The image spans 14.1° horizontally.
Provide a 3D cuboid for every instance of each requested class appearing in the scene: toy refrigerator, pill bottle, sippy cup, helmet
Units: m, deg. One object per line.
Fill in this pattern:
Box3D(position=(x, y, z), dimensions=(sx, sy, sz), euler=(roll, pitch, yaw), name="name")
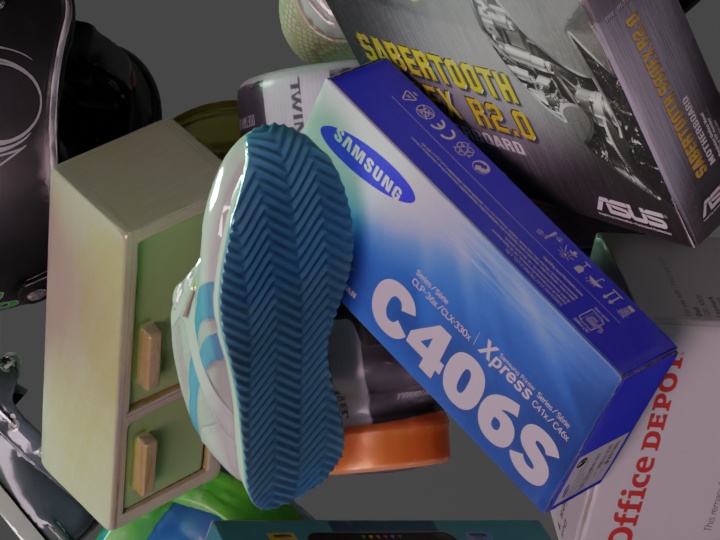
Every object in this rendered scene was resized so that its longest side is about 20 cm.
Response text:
Box3D(position=(-0.110, 0.031, 1.471), dimensions=(0.070, 0.076, 0.201), euler=(40, 139, 32), name="toy refrigerator")
Box3D(position=(0.000, 0.000, 1.454), dimensions=(0.106, 0.106, 0.201), euler=(-8, 87, 32), name="pill bottle")
Box3D(position=(-0.080, 0.166, 1.626), dimensions=(0.130, 0.178, 0.140), euler=(32, 98, -3), name="sippy cup")
Box3D(position=(-0.217, -0.077, 1.523), dimensions=(0.189, 0.200, 0.201), euler=(1, 115, 17), name="helmet")

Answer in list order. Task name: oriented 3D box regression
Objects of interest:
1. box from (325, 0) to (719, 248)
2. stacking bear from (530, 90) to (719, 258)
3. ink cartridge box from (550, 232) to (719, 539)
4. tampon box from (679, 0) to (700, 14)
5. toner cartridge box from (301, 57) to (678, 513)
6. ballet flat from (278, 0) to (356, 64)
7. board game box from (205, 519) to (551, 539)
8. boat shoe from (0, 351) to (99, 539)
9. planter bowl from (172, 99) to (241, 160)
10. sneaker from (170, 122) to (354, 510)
Box3D(position=(0.068, -0.102, 1.294), dimensions=(0.199, 0.048, 0.159), euler=(20, 148, 47), name="box")
Box3D(position=(0.118, 0.016, 1.446), dimensions=(0.113, 0.121, 0.201), euler=(13, 123, 39), name="stacking bear")
Box3D(position=(0.196, 0.064, 1.379), dimensions=(0.199, 0.085, 0.147), euler=(3, 122, -15), name="ink cartridge box")
Box3D(position=(0.123, -0.231, 1.288), dimensions=(0.200, 0.150, 0.126), euler=(48, 124, -1), name="tampon box")
Box3D(position=(0.047, 0.005, 1.318), dimensions=(0.200, 0.043, 0.095), euler=(46, 134, 22), name="toner cartridge box")
Box3D(position=(0.010, -0.166, 1.440), dimensions=(0.067, 0.062, 0.200), euler=(45, 127, 2), name="ballet flat")
Box3D(position=(-0.004, 0.205, 1.561), dimensions=(0.047, 0.199, 0.152), euler=(58, 136, 47), name="board game box")
Box3D(position=(-0.219, 0.078, 1.707), dimensions=(0.062, 0.073, 0.201), euler=(-35, 88, -6), name="boat shoe")
Box3D(position=(-0.064, 0.017, 1.562), dimensions=(0.199, 0.083, 0.202), euler=(12, 120, 23), name="planter bowl")
Box3D(position=(-0.053, 0.015, 1.342), dimensions=(0.081, 0.076, 0.201), euler=(42, 141, 40), name="sneaker")
